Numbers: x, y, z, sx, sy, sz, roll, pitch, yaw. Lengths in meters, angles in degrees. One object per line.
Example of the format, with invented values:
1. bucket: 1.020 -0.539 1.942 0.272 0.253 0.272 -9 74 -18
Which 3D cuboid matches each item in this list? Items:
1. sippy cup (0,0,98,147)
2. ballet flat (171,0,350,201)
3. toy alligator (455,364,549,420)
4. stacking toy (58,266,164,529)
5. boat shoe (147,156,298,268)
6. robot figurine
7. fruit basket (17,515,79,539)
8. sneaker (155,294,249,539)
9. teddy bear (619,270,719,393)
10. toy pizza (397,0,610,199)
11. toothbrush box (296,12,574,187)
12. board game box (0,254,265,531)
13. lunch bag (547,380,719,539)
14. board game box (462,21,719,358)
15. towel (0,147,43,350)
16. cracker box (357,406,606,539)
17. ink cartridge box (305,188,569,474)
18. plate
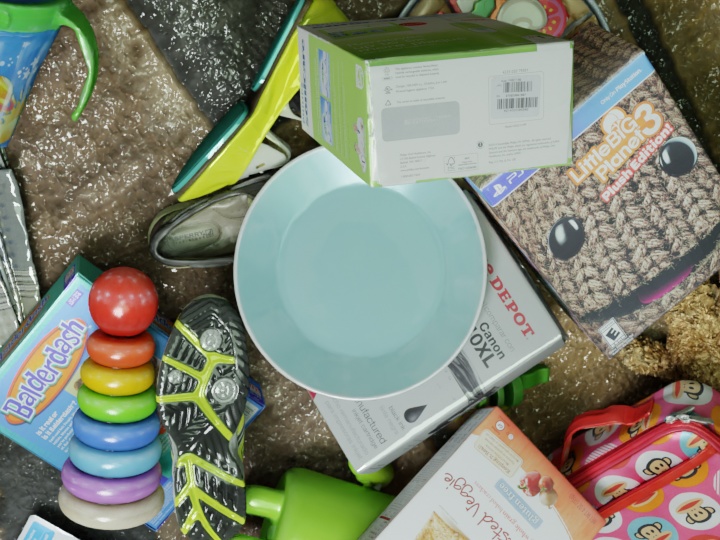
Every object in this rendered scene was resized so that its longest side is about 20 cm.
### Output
1. sippy cup: -0.296 -0.163 0.923 0.177 0.139 0.131 33 118 25
2. ballet flat: -0.071 -0.124 0.986 0.067 0.067 0.201 33 99 -17
3. toy alligator: 0.071 0.103 1.073 0.197 0.054 0.060 -3 107 -5
4. stacking toy: -0.191 0.096 0.974 0.084 0.085 0.202 4 107 -7
5. boat shoe: -0.077 -0.041 1.009 0.198 0.065 0.074 -21 106 0
6. robot figurine: -0.018 0.242 1.074 0.198 0.116 0.177 19 73 -10
7. fruit basket: -0.245 0.340 1.095 0.199 0.094 0.186 30 102 -10
8. sneaker: -0.128 0.114 0.995 0.074 0.076 0.203 1 106 -12
9. teddy bear: 0.304 0.064 1.079 0.143 0.067 0.202 17 104 -8
10. toy pizza: 0.115 -0.153 1.012 0.197 0.032 0.203 -2 107 -5
11. toothbrush box: 0.046 -0.128 0.881 0.144 0.200 0.087 -7 107 -13
12. board game box: -0.203 0.106 1.040 0.200 0.045 0.152 39 100 -23
13. lunch bag: 0.252 0.181 1.068 0.176 0.082 0.200 39 129 -13
14. board game box: 0.191 -0.062 0.992 0.159 0.097 0.200 -40 118 4
15. towel: -0.364 -0.011 1.006 0.197 0.035 0.195 -12 108 -3
16. cracker box: 0.084 0.228 1.008 0.134 0.058 0.200 45 78 -3
17. ink cartridge box: 0.049 0.050 1.012 0.199 0.083 0.146 -34 77 6
18. plate: 0.000 0.000 0.965 0.197 0.026 0.203 0 85 5
